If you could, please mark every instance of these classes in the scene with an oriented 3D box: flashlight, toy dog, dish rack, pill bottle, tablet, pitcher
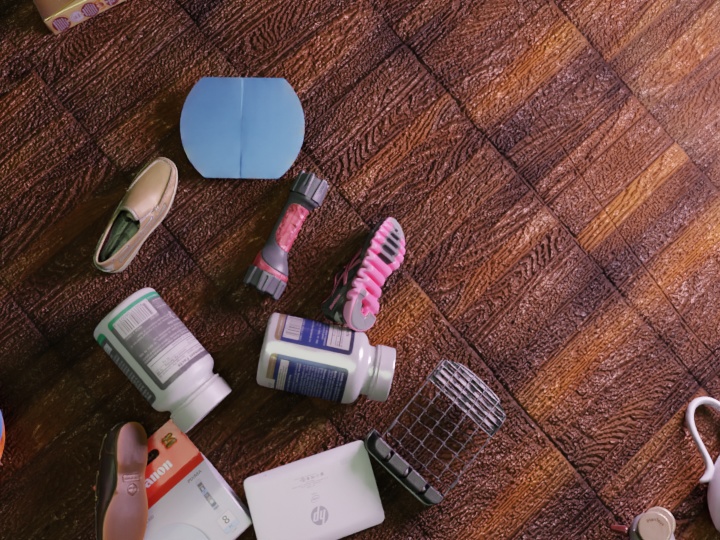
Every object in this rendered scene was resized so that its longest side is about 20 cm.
[{"bbox_3d":[-0.112,-0.056,1.177,0.067,0.068,0.202,27,83,0],"label":"flashlight"},{"bbox_3d":[0.438,0.456,1.143,0.095,0.132,0.202,-13,49,25],"label":"toy dog"},{"bbox_3d":[0.122,0.247,1.169,0.153,0.055,0.200,43,80,-3],"label":"dish rack"},{"bbox_3d":[-0.051,0.138,1.138,0.197,0.111,0.113,13,83,-3],"label":"pill bottle"},{"bbox_3d":[-0.291,0.135,1.119,0.113,0.113,0.201,-41,88,-7],"label":"pill bottle"},{"bbox_3d":[-0.069,0.351,1.146,0.197,0.014,0.132,-15,85,-16],"label":"tablet"},{"bbox_3d":[0.589,0.308,1.179,0.169,0.121,0.203,12,72,18],"label":"pitcher"}]

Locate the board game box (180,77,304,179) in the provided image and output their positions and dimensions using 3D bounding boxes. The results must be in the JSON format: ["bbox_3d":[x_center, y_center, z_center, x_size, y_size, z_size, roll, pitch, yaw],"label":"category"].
[{"bbox_3d":[-0.186,-0.224,1.206,0.196,0.039,0.161,0,89,1],"label":"board game box"}]

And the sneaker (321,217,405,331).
[{"bbox_3d":[0.000,0.000,1.178,0.079,0.095,0.202,48,57,-35],"label":"sneaker"}]

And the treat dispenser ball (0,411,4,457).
[{"bbox_3d":[-0.600,0.235,1.039,0.197,0.201,0.204,0,84,-4],"label":"treat dispenser ball"}]

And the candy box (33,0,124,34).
[{"bbox_3d":[-0.433,-0.479,1.203,0.198,0.055,0.117,-29,87,-7],"label":"candy box"}]

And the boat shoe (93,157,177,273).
[{"bbox_3d":[-0.344,-0.087,1.157,0.071,0.076,0.202,25,82,-1],"label":"boat shoe"}]

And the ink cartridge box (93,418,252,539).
[{"bbox_3d":[-0.282,0.353,1.129,0.160,0.047,0.201,-40,90,-8],"label":"ink cartridge box"}]

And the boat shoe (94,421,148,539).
[{"bbox_3d":[-0.353,0.326,1.103,0.070,0.070,0.203,22,61,-42],"label":"boat shoe"}]
